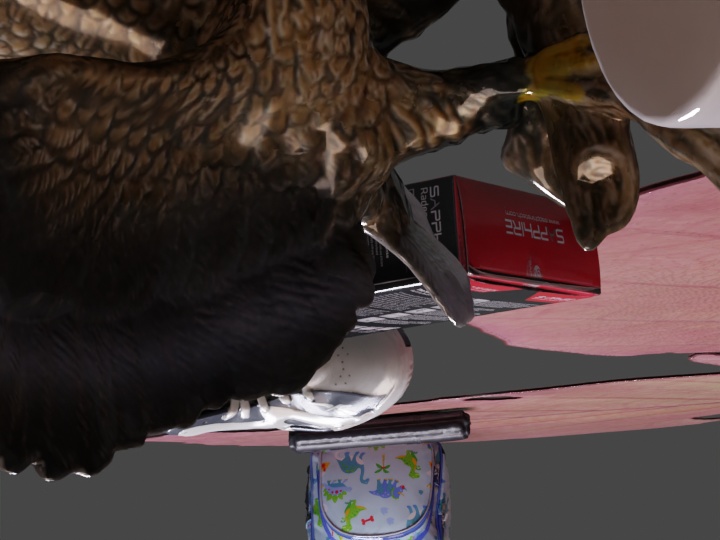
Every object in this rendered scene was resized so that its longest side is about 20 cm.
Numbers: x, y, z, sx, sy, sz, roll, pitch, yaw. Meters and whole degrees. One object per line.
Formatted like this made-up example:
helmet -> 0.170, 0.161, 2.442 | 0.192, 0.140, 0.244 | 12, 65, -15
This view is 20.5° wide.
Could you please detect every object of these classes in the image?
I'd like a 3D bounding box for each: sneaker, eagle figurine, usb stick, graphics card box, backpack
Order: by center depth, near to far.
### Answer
eagle figurine -> -0.038, -0.045, 0.441 | 0.198, 0.153, 0.152 | -13, -174, -16
graphics card box -> 0.000, 0.000, 0.967 | 0.198, 0.051, 0.125 | -12, 169, 35
sneaker -> -0.075, 0.067, 1.256 | 0.197, 0.080, 0.129 | 2, -175, 34
usb stick -> 0.022, 0.175, 2.157 | 0.198, 0.033, 0.055 | -6, 178, 7
backpack -> 0.020, 0.302, 2.424 | 0.181, 0.202, 0.147 | -3, 152, 4

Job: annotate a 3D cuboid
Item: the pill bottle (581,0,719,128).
pill bottle -> 0.149, -0.071, 0.397 | 0.198, 0.110, 0.109 | -1, 171, -17
